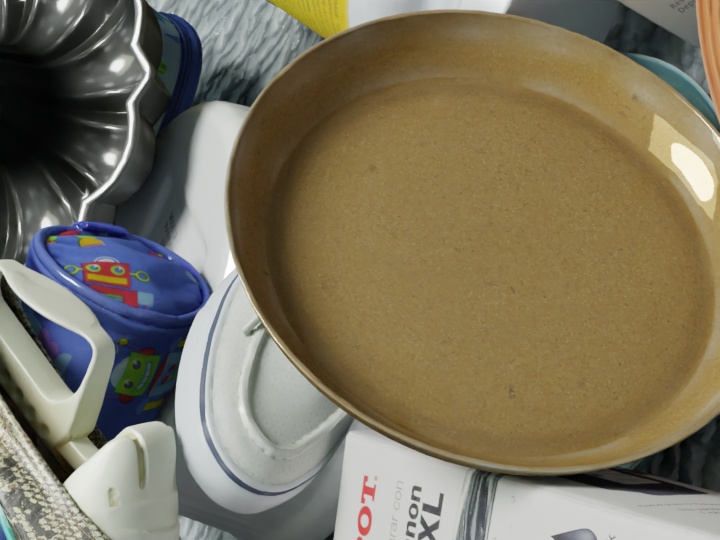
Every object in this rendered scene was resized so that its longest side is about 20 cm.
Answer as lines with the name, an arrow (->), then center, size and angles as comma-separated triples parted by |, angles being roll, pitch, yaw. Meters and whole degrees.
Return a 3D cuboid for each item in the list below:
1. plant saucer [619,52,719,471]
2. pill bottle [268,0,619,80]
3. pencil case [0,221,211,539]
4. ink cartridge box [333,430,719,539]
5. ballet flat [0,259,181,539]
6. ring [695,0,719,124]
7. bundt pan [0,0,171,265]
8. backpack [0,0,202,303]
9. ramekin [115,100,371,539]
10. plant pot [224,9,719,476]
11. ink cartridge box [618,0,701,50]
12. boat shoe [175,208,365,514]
plant saucer -> 0.085, 0.009, 0.753 | 0.199, 0.027, 0.202 | -30, 49, 40
pill bottle -> 0.012, -0.149, 0.788 | 0.199, 0.112, 0.113 | 37, 102, 32
pencil case -> -0.137, 0.072, 0.768 | 0.087, 0.078, 0.201 | 50, 119, 41
ink cartridge box -> 0.073, 0.142, 0.621 | 0.199, 0.084, 0.147 | 9, 92, 54
ballet flat -> -0.112, 0.058, 0.671 | 0.075, 0.068, 0.201 | -44, 70, 15
ring -> 0.180, -0.076, 0.599 | 0.200, 0.019, 0.202 | 41, 140, 47
bundt pan -> -0.176, -0.080, 0.854 | 0.199, 0.076, 0.204 | -2, 81, 15
backpack -> -0.152, -0.051, 0.985 | 0.183, 0.146, 0.202 | 24, 95, 64
ramekin -> -0.056, 0.021, 0.841 | 0.200, 0.097, 0.202 | -41, 40, 47
plant pot -> 0.049, -0.010, 0.650 | 0.028, 0.198, 0.202 | 107, 161, -52
ink cartridge box -> 0.086, -0.199, 0.730 | 0.045, 0.175, 0.202 | -38, 41, 35
boat shoe -> 0.004, 0.003, 0.700 | 0.086, 0.075, 0.203 | -31, 19, 45
